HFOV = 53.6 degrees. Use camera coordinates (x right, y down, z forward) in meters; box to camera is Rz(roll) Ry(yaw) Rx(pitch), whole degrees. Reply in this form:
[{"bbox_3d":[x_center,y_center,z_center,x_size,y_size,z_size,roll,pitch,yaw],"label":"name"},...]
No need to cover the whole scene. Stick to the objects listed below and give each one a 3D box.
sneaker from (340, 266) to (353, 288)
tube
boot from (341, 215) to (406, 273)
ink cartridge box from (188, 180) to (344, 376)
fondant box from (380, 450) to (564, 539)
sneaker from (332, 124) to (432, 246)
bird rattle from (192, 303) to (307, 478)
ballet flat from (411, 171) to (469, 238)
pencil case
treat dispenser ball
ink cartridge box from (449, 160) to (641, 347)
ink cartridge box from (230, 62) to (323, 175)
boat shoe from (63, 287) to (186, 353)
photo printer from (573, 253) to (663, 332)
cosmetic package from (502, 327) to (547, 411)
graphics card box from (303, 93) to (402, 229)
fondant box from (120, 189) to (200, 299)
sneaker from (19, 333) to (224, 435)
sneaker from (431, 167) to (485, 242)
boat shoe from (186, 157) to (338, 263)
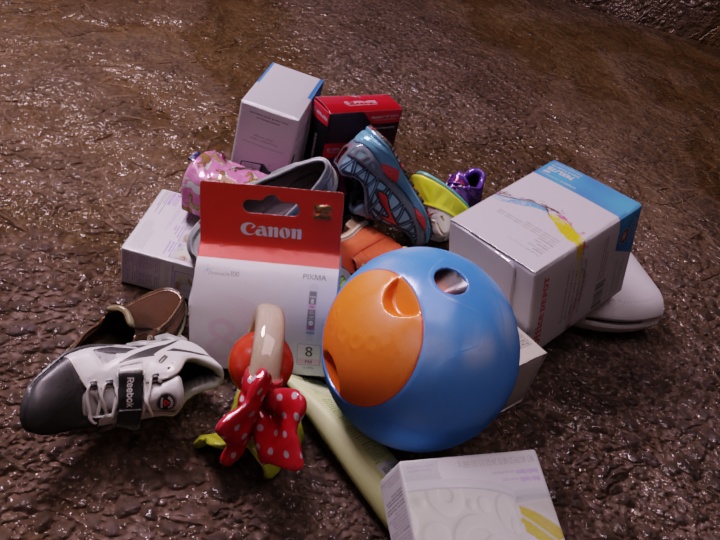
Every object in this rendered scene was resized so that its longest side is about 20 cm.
[{"bbox_3d":[-0.021,0.022,0.836,0.201,0.082,0.071,61,22,-5],"label":"sneaker"},{"bbox_3d":[-0.009,0.178,0.741,0.052,0.058,0.200,-27,53,-24],"label":"tube"},{"bbox_3d":[0.000,0.000,0.955,0.107,0.075,0.200,29,37,9],"label":"boot"},{"bbox_3d":[-0.102,0.014,0.773,0.161,0.202,0.057,5,26,0],"label":"ink cartridge box"},{"bbox_3d":[0.109,0.264,0.611,0.143,0.058,0.202,1,57,-21],"label":"fondant box"},{"bbox_3d":[0.028,-0.104,1.008,0.095,0.201,0.079,-33,30,1],"label":"sneaker"},{"bbox_3d":[-0.103,0.109,0.669,0.111,0.200,0.165,5,66,-5],"label":"bird rattle"},{"bbox_3d":[0.146,-0.066,1.057,0.199,0.067,0.067,34,77,-19],"label":"ballet flat"},{"bbox_3d":[-0.128,-0.085,0.909,0.198,0.087,0.083,22,22,5],"label":"pencil case"},{"bbox_3d":[0.060,0.078,0.716,0.199,0.202,0.202,10,37,-8],"label":"treat dispenser ball"},{"bbox_3d":[0.233,-0.018,0.927,0.199,0.148,0.146,-29,47,-26],"label":"ink cartridge box"},{"bbox_3d":[-0.126,-0.167,1.010,0.085,0.201,0.147,17,37,1],"label":"ink cartridge box"},{"bbox_3d":[-0.249,0.069,0.765,0.074,0.075,0.203,22,37,8],"label":"boat shoe"},{"bbox_3d":[0.346,0.011,1.069,0.164,0.070,0.201,4,38,-15],"label":"photo printer"},{"bbox_3d":[0.114,0.081,0.878,0.103,0.088,0.200,-14,45,-36],"label":"cosmetic package"},{"bbox_3d":[-0.021,-0.151,1.030,0.124,0.201,0.051,-11,43,-33],"label":"graphics card box"},{"bbox_3d":[-0.188,-0.023,0.923,0.198,0.059,0.145,15,37,-1],"label":"fondant box"},{"bbox_3d":[-0.216,0.109,0.679,0.088,0.075,0.199,16,21,35],"label":"sneaker"},{"bbox_3d":[0.136,-0.114,1.140,0.080,0.084,0.200,30,42,19],"label":"sneaker"},{"bbox_3d":[-0.119,-0.071,0.834,0.201,0.065,0.075,-28,84,2],"label":"boat shoe"}]
